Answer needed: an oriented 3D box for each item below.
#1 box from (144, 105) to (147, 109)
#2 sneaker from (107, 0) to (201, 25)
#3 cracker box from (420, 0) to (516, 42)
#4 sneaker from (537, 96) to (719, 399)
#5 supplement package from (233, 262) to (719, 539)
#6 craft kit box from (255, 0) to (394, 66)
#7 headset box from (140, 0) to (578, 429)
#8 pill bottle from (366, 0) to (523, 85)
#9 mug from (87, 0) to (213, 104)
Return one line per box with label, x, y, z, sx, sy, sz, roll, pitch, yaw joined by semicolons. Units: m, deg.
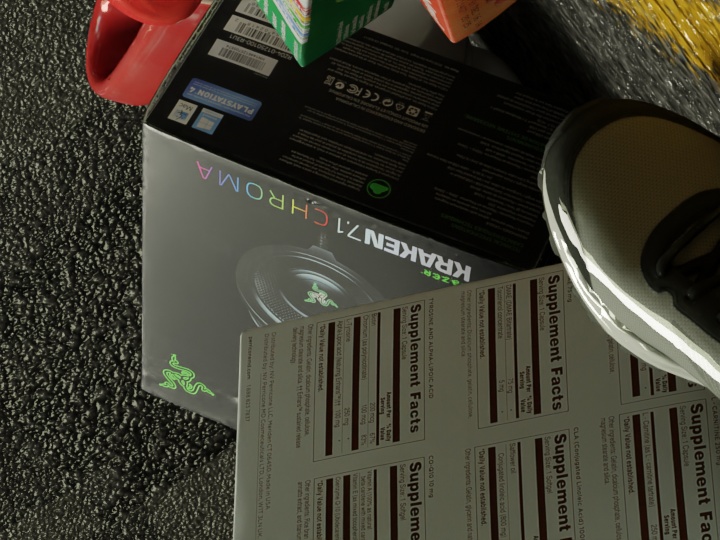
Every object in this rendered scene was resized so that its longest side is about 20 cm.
box;0.003;-0.049;1.435;0.200;0.148;0.124;55;177;-23
sneaker;-0.095;-0.180;1.136;0.085;0.076;0.201;-104;7;-53
cracker box;-0.013;-0.184;0.904;0.200;0.058;0.134;53;177;19
sneaker;0.134;0.020;0.848;0.200;0.074;0.079;48;167;12
supplement package;0.078;0.109;1.048;0.192;0.199;0.148;58;-154;-50
craft kit box;-0.056;-0.165;0.855;0.198;0.048;0.200;58;176;2
headset box;0.000;0.000;1.184;0.173;0.093;0.201;22;144;11
pill bottle;0.036;-0.040;1.294;0.200;0.114;0.114;59;175;-38
mug;-0.079;-0.173;1.318;0.200;0.133;0.179;-144;36;-69
